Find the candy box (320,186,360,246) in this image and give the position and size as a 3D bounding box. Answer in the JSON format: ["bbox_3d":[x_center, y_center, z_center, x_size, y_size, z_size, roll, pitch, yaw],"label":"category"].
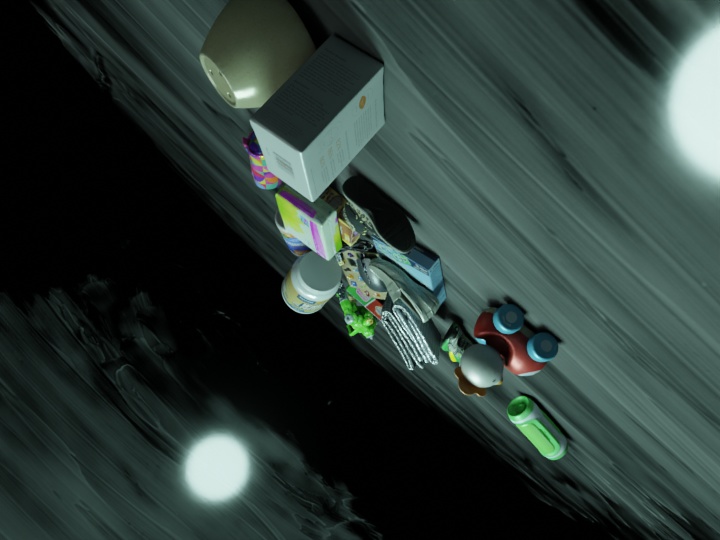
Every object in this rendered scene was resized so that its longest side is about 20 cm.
[{"bbox_3d":[-0.081,-0.157,1.550,0.200,0.057,0.117,38,163,8],"label":"candy box"}]

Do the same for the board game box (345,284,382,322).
[{"bbox_3d":[0.040,0.110,1.947,0.200,0.040,0.153,42,178,-1],"label":"board game box"}]

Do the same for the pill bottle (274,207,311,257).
[{"bbox_3d":[-0.166,-0.107,1.783,0.112,0.112,0.200,33,162,26],"label":"pill bottle"}]

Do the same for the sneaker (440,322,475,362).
[{"bbox_3d":[0.276,0.202,1.661,0.085,0.078,0.200,23,166,32],"label":"sneaker"}]

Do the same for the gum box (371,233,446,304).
[{"bbox_3d":[0.120,-0.006,1.498,0.170,0.045,0.200,33,162,27],"label":"gum box"}]

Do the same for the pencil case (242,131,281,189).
[{"bbox_3d":[-0.240,-0.278,1.552,0.088,0.088,0.200,38,164,10],"label":"pencil case"}]

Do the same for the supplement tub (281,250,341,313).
[{"bbox_3d":[-0.140,0.032,1.781,0.145,0.145,0.200,41,154,-1],"label":"supplement tub"}]

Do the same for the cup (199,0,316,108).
[{"bbox_3d":[-0.180,-0.353,1.034,0.200,0.143,0.200,48,167,15],"label":"cup"}]

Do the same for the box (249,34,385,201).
[{"bbox_3d":[-0.061,-0.242,0.999,0.106,0.200,0.152,35,163,16],"label":"box"}]

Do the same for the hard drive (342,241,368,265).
[{"bbox_3d":[0.012,-0.003,1.781,0.139,0.038,0.200,18,152,54],"label":"hard drive"}]

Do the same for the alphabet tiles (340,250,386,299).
[{"bbox_3d":[0.025,0.014,1.717,0.166,0.008,0.200,9,143,29],"label":"alphabet tiles"}]

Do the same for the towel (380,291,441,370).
[{"bbox_3d":[0.130,0.142,1.614,0.201,0.085,0.166,59,-160,-14],"label":"towel"}]

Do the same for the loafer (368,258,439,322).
[{"bbox_3d":[0.095,0.045,1.480,0.200,0.070,0.070,37,164,14],"label":"loafer"}]

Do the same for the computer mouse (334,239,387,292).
[{"bbox_3d":[0.000,0.000,1.666,0.140,0.046,0.200,2,139,35],"label":"computer mouse"}]

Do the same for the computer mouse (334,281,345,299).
[{"bbox_3d":[-0.113,-0.002,1.927,0.201,0.053,0.139,60,171,18],"label":"computer mouse"}]

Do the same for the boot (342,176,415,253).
[{"bbox_3d":[0.036,-0.107,1.379,0.204,0.073,0.154,46,167,6],"label":"boot"}]

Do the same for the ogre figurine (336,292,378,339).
[{"bbox_3d":[-0.004,0.152,2.056,0.200,0.098,0.120,64,-166,-48],"label":"ogre figurine"}]

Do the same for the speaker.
[{"bbox_3d":[0.496,0.440,1.735,0.200,0.089,0.088,47,163,-20],"label":"speaker"}]

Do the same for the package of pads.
[{"bbox_3d":[-0.127,-0.123,1.523,0.154,0.068,0.200,36,162,17],"label":"package of pads"}]

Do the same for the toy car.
[{"bbox_3d":[0.293,0.201,1.353,0.177,0.200,0.184,40,165,4],"label":"toy car"}]
